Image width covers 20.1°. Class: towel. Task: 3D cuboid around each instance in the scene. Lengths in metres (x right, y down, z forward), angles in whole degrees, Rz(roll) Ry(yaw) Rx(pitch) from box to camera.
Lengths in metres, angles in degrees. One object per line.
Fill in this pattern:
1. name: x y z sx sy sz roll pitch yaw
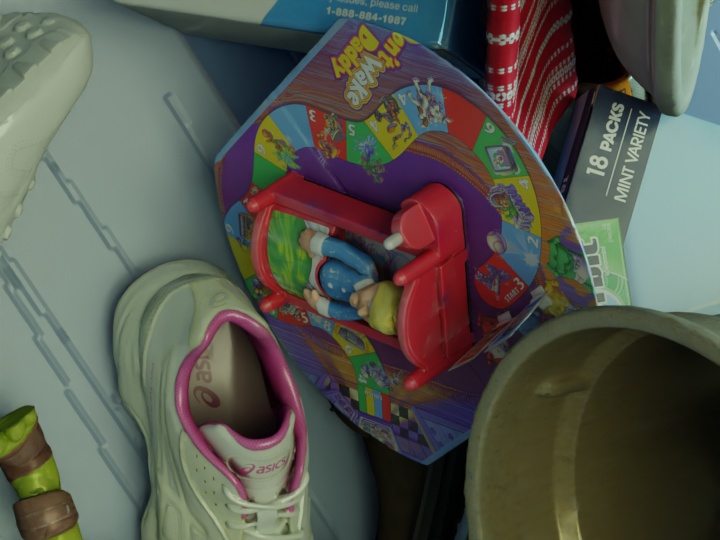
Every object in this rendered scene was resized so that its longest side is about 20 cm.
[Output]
1. towel: 0.068 -0.128 0.779 0.022 0.145 0.201 6 118 12

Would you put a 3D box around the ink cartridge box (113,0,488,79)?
1. ink cartridge box: -0.005 -0.191 0.825 0.144 0.084 0.201 10 90 18

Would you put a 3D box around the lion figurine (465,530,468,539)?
1. lion figurine: 0.136 0.091 0.906 0.199 0.072 0.123 -14 74 18

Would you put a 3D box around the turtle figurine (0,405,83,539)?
1. turtle figurine: -0.114 0.136 0.841 0.200 0.064 0.162 -31 100 17

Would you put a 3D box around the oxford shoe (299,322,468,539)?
1. oxford shoe: 0.015 0.048 0.900 0.084 0.073 0.201 6 105 15

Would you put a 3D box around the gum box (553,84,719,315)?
1. gum box: 0.165 0.035 0.857 0.199 0.045 0.171 17 85 -6

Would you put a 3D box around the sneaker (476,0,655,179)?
1. sneaker: 0.111 -0.052 0.919 0.074 0.079 0.201 -33 106 -18

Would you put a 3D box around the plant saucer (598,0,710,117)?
1. plant saucer: 0.115 -0.163 0.808 0.050 0.200 0.201 5 92 13

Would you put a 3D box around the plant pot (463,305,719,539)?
1. plant pot: 0.171 0.086 0.732 0.183 0.200 0.201 -18 100 -35

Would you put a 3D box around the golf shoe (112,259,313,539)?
1. golf shoe: -0.053 0.097 0.857 0.075 0.091 0.201 -19 102 -21

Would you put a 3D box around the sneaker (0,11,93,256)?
1. sneaker: -0.175 -0.020 0.819 0.200 0.076 0.081 -47 125 -12

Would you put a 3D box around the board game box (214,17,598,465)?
1. board game box: 0.000 0.000 0.792 0.039 0.200 0.158 -34 86 -38

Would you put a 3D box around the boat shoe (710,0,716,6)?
1. boat shoe: 0.106 -0.204 0.912 0.073 0.068 0.200 -25 102 -18
